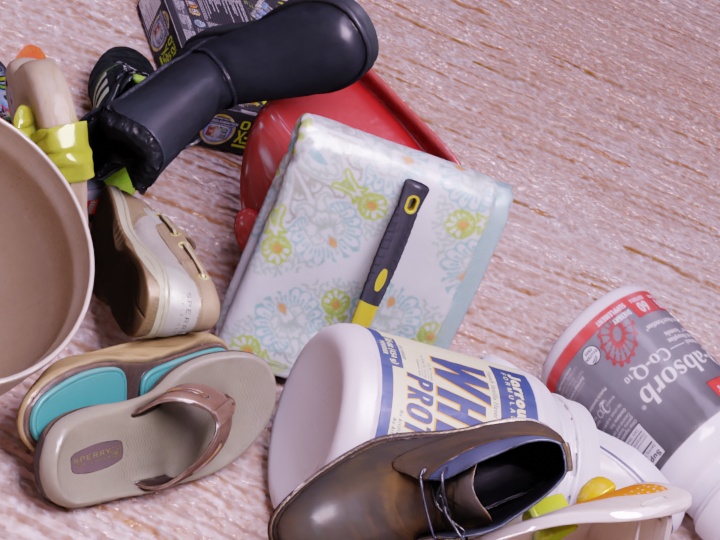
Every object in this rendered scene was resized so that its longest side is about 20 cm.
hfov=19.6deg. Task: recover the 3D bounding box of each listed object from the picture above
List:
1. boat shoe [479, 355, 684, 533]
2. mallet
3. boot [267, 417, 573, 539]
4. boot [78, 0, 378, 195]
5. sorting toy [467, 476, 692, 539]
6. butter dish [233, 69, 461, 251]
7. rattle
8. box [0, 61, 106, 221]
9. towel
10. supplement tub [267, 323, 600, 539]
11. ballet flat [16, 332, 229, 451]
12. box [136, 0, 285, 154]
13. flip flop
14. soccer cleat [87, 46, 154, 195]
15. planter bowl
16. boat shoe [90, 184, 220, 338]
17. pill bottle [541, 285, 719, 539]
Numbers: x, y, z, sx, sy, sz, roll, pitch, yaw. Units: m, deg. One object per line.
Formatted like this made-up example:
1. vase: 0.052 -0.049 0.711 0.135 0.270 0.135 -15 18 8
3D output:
1. boat shoe: 0.151 0.149 1.583 0.199 0.071 0.070 38 59 4
2. mallet: 0.012 0.033 1.499 0.065 0.201 0.041 26 11 -16
3. boot: 0.039 0.136 1.299 0.198 0.097 0.075 -19 89 -9
4. boot: -0.101 -0.125 1.514 0.168 0.199 0.077 -46 119 -40
5. sorting toy: 0.101 0.223 1.346 0.179 0.202 0.107 -7 27 -29
6. butter dish: -0.032 -0.052 1.619 0.147 0.200 0.200 -28 59 -28
7. rattle: -0.269 -0.094 1.486 0.142 0.131 0.200 -24 43 -9
8. box: -0.291 -0.108 1.587 0.110 0.035 0.200 -13 52 -48
9. towel: 0.000 0.000 1.529 0.170 0.201 0.048 17 21 -18
10. supplement tub: 0.050 0.127 1.441 0.198 0.146 0.146 16 35 -22
11. ballet flat: -0.171 0.082 1.417 0.063 0.069 0.199 17 18 36
12. box: -0.099 -0.175 1.831 0.159 0.044 0.201 10 38 -30
13. flip flop: -0.126 0.107 1.374 0.057 0.082 0.199 -2 9 44
14. soccer cleat: -0.183 -0.132 1.666 0.067 0.081 0.201 21 33 -15
15. planter bowl: -0.284 0.009 1.312 0.199 0.135 0.202 16 55 -24
16. boat shoe: -0.150 -0.002 1.495 0.066 0.075 0.200 9 23 -22
17. pill bottle: 0.246 0.117 1.645 0.115 0.116 0.200 -13 52 -48
